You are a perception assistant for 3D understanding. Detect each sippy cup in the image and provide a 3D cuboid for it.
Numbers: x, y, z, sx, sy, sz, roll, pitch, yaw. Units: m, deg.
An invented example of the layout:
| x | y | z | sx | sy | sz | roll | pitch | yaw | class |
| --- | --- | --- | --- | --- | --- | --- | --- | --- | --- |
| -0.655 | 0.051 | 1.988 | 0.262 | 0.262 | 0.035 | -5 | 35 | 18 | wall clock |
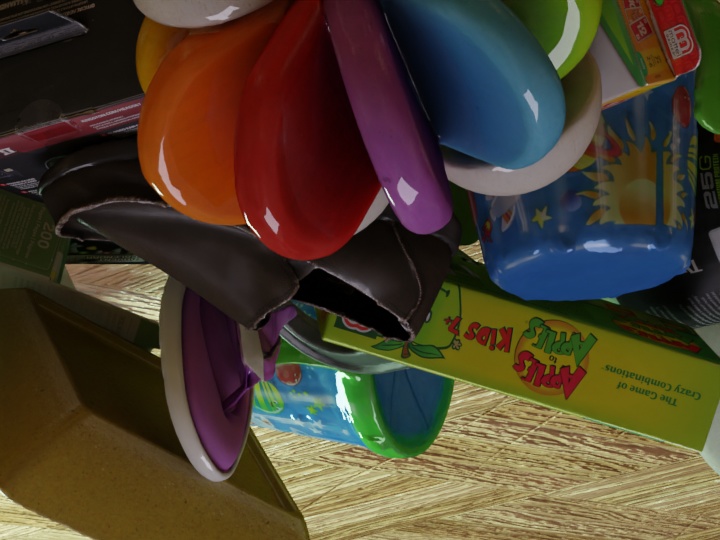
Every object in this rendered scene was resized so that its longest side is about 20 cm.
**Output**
| x | y | z | sx | sy | sz | roll | pitch | yaw | class |
| --- | --- | --- | --- | --- | --- | --- | --- | --- | --- |
| 0.103 | -0.059 | 1.270 | 0.138 | 0.131 | 0.178 | -4 | 164 | -4 | sippy cup |
| -0.024 | 0.048 | 1.672 | 0.129 | 0.140 | 0.178 | 0 | 142 | 25 | sippy cup |

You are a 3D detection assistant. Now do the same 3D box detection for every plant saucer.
| x | y | z | sx | sy | sz | roll | pitch | yaw | class |
| --- | --- | --- | --- | --- | --- | --- | --- | --- | --- |
| -0.113 | 0.085 | 1.359 | 0.199 | 0.049 | 0.200 | 30 | -167 | -29 | plant saucer |

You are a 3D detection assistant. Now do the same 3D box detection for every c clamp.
| x | y | z | sx | sy | sz | roll | pitch | yaw | class |
| --- | --- | --- | --- | --- | --- | --- | --- | --- | --- |
| 0.000 | 0.000 | 1.465 | 0.170 | 0.027 | 0.199 | 35 | 147 | -27 | c clamp |

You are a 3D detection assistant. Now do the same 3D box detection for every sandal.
| x | y | z | sx | sy | sz | roll | pitch | yaw | class |
| --- | --- | --- | --- | --- | --- | --- | --- | --- | --- |
| -0.058 | 0.015 | 1.336 | 0.049 | 0.203 | 0.083 | -17 | 129 | 22 | sandal |

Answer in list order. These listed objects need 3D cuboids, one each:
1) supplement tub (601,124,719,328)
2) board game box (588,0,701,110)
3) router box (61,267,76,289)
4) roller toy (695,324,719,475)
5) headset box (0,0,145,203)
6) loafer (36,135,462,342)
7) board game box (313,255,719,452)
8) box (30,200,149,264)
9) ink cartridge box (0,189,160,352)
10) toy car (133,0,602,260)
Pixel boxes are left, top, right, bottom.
| x | y | z | sx | sy | sz | roll | pitch | yaw | class |
| --- | --- | --- | --- | --- | --- | --- | --- | --- | --- |
| 0.177 | -0.030 | 1.438 | 0.199 | 0.124 | 0.122 | -15 | 162 | 30 | supplement tub |
| 0.061 | -0.104 | 1.188 | 0.199 | 0.096 | 0.030 | -21 | 178 | 44 | board game box |
| -0.245 | 0.050 | 1.524 | 0.199 | 0.180 | 0.049 | 5 | 123 | -28 | router box |
| 0.275 | 0.035 | 1.585 | 0.139 | 0.184 | 0.199 | -16 | 160 | 35 | roller toy |
| -0.103 | -0.083 | 1.253 | 0.148 | 0.078 | 0.200 | -14 | 161 | 30 | headset box |
| -0.050 | -0.011 | 1.220 | 0.198 | 0.072 | 0.073 | 10 | 162 | -11 | loafer |
| 0.078 | 0.032 | 1.357 | 0.199 | 0.048 | 0.102 | 17 | -171 | -6 | board game box |
| -0.095 | -0.038 | 1.485 | 0.198 | 0.040 | 0.137 | 0 | 165 | -16 | box |
| -0.168 | 0.011 | 1.452 | 0.199 | 0.048 | 0.146 | 18 | 160 | -5 | ink cartridge box |
| 0.002 | -0.076 | 1.074 | 0.199 | 0.151 | 0.176 | -14 | 130 | 14 | toy car |
